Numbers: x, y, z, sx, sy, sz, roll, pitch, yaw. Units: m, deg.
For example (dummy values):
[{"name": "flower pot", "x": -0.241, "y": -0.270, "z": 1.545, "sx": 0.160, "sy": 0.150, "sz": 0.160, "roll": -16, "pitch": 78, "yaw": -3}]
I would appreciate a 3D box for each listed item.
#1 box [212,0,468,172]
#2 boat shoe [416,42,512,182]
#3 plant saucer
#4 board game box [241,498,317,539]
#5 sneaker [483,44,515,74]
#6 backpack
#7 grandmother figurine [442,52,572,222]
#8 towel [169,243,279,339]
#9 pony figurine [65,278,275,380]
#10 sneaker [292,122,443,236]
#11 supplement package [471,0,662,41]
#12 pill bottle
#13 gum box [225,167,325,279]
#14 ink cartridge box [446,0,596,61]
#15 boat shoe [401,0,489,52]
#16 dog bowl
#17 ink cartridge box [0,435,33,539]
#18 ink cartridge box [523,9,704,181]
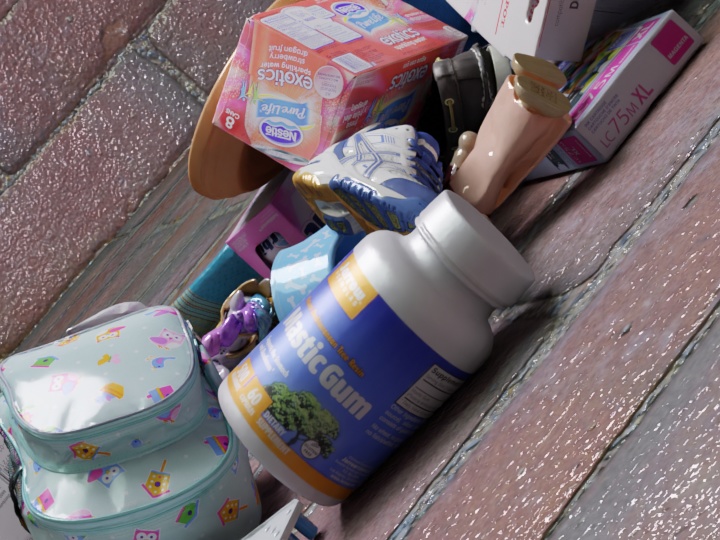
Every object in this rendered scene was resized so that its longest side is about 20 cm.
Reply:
[{"name": "box", "x": -0.014, "y": -0.148, "z": 1.721, "sx": 0.200, "sy": 0.102, "sz": 0.095, "roll": -29, "pitch": -35, "yaw": -60}, {"name": "boat shoe", "x": 0.073, "y": -0.117, "z": 1.745, "sx": 0.060, "sy": 0.072, "sz": 0.201, "roll": -7, "pitch": -21, "yaw": -9}, {"name": "plant saucer", "x": -0.069, "y": -0.141, "z": 1.822, "sx": 0.200, "sy": 0.037, "sz": 0.200, "roll": -53, "pitch": -16, "yaw": -22}, {"name": "board game box", "x": -0.119, "y": 0.258, "z": 1.421, "sx": 0.200, "sy": 0.026, "sz": 0.200, "roll": -40, "pitch": 14, "yaw": 34}, {"name": "sneaker", "x": 0.110, "y": -0.160, "z": 1.878, "sx": 0.077, "sy": 0.076, "sz": 0.200, "roll": -53, "pitch": 12, "yaw": -10}, {"name": "backpack", "x": -0.166, "y": 0.132, "z": 1.590, "sx": 0.175, "sy": 0.154, "sz": 0.200, "roll": -18, "pitch": 41, "yaw": -10}, {"name": "grandmother figurine", "x": 0.080, "y": -0.052, "z": 1.580, "sx": 0.200, "sy": 0.060, "sz": 0.121, "roll": -58, "pitch": 7, "yaw": 28}, {"name": "towel", "x": -0.129, "y": 0.050, "z": 1.978, "sx": 0.200, "sy": 0.022, "sz": 0.147, "roll": -45, "pitch": -31, "yaw": 13}, {"name": "pony figurine", "x": -0.142, "y": 0.087, "z": 1.848, "sx": 0.193, "sy": 0.167, "sz": 0.200, "roll": -39, "pitch": -9, "yaw": -20}, {"name": "sneaker", "x": 0.024, "y": -0.066, "z": 1.548, "sx": 0.088, "sy": 0.075, "sz": 0.200, "roll": -41, "pitch": 26, "yaw": -11}, {"name": "supplement package", "x": 0.177, "y": -0.263, "z": 1.784, "sx": 0.200, "sy": 0.113, "sz": 0.110, "roll": 157, "pitch": 114, "yaw": -64}, {"name": "pill bottle", "x": 0.013, "y": 0.046, "z": 1.428, "sx": 0.200, "sy": 0.112, "sz": 0.112, "roll": -46, "pitch": 11, "yaw": 11}, {"name": "gum box", "x": -0.027, "y": -0.049, "z": 1.911, "sx": 0.066, "sy": 0.113, "sz": 0.200, "roll": -40, "pitch": 13, "yaw": 36}, {"name": "ink cartridge box", "x": 0.127, "y": -0.231, "z": 1.669, "sx": 0.200, "sy": 0.067, "sz": 0.117, "roll": -125, "pitch": 42, "yaw": -56}, {"name": "boat shoe", "x": 0.082, "y": -0.217, "z": 1.894, "sx": 0.200, "sy": 0.084, "sz": 0.069, "roll": -11, "pitch": 18, "yaw": -30}, {"name": "dog bowl", "x": 0.000, "y": 0.000, "z": 1.670, "sx": 0.050, "sy": 0.112, "sz": 0.200, "roll": -26, "pitch": 21, "yaw": 29}, {"name": "ink cartridge box", "x": -0.267, "y": 0.209, "z": 1.707, "sx": 0.146, "sy": 0.200, "sz": 0.084, "roll": -54, "pitch": 10, "yaw": -34}, {"name": "ink cartridge box", "x": 0.164, "y": -0.124, "z": 1.646, "sx": 0.119, "sy": 0.042, "sz": 0.200, "roll": -50, "pitch": 9, "yaw": -14}]
